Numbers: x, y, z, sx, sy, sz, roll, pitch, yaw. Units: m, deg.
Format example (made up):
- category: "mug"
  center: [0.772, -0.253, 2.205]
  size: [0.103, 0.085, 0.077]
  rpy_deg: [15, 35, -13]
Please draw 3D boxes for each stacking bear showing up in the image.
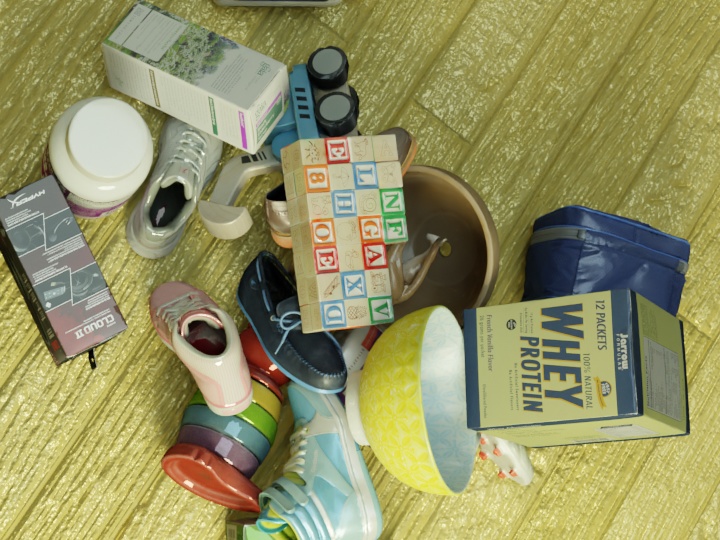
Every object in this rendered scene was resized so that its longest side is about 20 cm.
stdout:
- category: "stacking bear"
  center: [-0.133, 0.151, 1.673]
  size: [0.121, 0.113, 0.201]
  rpy_deg: [41, 61, -29]

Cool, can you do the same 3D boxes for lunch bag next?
- category: "lunch bag"
  center: [0.303, -0.003, 1.806]
  size: [0.198, 0.136, 0.134]
  rpy_deg: [15, 80, -17]

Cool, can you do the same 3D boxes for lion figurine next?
- category: "lion figurine"
  center: [0.000, 0.000, 1.690]
  size: [0.072, 0.198, 0.124]
  rpy_deg: [25, 79, -53]

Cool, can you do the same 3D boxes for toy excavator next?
- category: "toy excavator"
  center: [-0.093, -0.140, 1.723]
  size: [0.198, 0.100, 0.196]
  rpy_deg: [-13, 61, 5]

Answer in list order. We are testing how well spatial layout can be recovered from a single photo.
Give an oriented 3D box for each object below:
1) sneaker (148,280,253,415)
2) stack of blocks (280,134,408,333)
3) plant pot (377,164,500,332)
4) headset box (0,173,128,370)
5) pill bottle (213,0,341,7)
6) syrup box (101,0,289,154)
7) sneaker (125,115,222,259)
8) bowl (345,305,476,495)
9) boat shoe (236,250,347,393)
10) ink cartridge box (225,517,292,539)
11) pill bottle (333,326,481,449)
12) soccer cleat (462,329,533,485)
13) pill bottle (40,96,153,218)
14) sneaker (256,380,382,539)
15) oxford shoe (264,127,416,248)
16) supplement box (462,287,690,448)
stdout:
- category: "sneaker"
  center: [-0.179, 0.056, 1.624]
  size: [0.075, 0.105, 0.201]
  rpy_deg: [-26, 49, -13]
- category: "stack of blocks"
  center: [-0.012, -0.040, 1.605]
  size: [0.114, 0.058, 0.203]
  rpy_deg: [-5, 85, -25]
- category: "plant pot"
  center: [0.081, -0.021, 1.744]
  size: [0.092, 0.199, 0.203]
  rpy_deg: [-6, 83, -61]
- category: "headset box"
  center: [-0.324, 0.012, 1.611]
  size: [0.077, 0.149, 0.202]
  rpy_deg: [-25, 91, -17]
- category: "pill bottle"
  center: [-0.074, -0.364, 1.751]
  size: [0.198, 0.111, 0.113]
  rpy_deg: [-3, 84, -17]
- category: "syrup box"
  center: [-0.183, -0.216, 1.668]
  size: [0.198, 0.082, 0.079]
  rpy_deg: [26, 61, 15]
- category: "sneaker"
  center: [-0.198, -0.111, 1.688]
  size: [0.077, 0.099, 0.202]
  rpy_deg: [20, 78, -13]
- category: "bowl"
  center: [0.046, 0.141, 1.593]
  size: [0.106, 0.200, 0.203]
  rpy_deg: [-6, 84, 20]
- category: "boat shoe"
  center: [-0.079, 0.054, 1.646]
  size: [0.084, 0.069, 0.200]
  rpy_deg: [-8, 41, -43]
- category: "ink cartridge box"
  center: [-0.045, 0.301, 1.682]
  size: [0.198, 0.104, 0.060]
  rpy_deg: [-4, 85, -17]
- category: "pill bottle"
  center: [0.039, 0.155, 1.721]
  size: [0.200, 0.111, 0.112]
  rpy_deg: [40, 74, -8]
- category: "soccer cleat"
  center: [0.154, 0.162, 1.780]
  size: [0.077, 0.069, 0.201]
  rpy_deg: [-36, 91, -20]
- category: "pill bottle"
  center: [-0.283, -0.124, 1.612]
  size: [0.111, 0.200, 0.114]
  rpy_deg: [2, 82, -16]
- category: "sneaker"
  center: [-0.067, 0.211, 1.608]
  size: [0.129, 0.080, 0.202]
  rpy_deg: [-15, 69, -23]
- category: "oxford shoe"
  center: [-0.021, -0.107, 1.668]
  size: [0.199, 0.071, 0.073]
  rpy_deg: [-38, 137, -16]
- category: "supplement box"
  center: [0.243, 0.115, 1.672]
  size: [0.198, 0.199, 0.136]
  rpy_deg: [-9, 74, 27]
